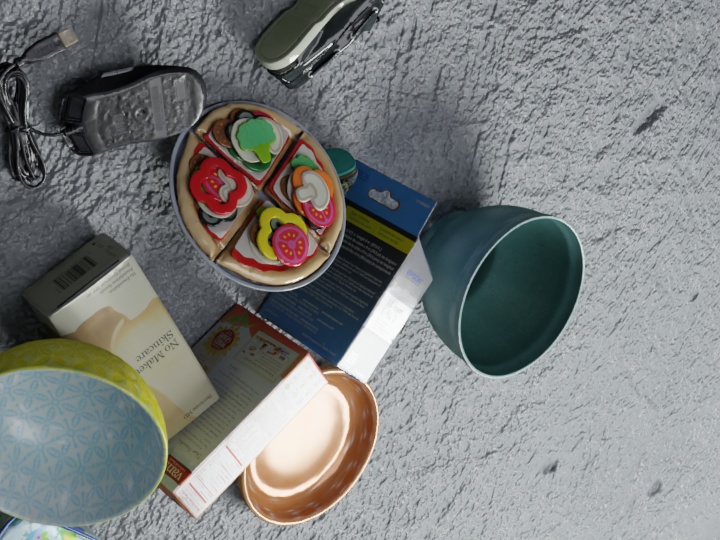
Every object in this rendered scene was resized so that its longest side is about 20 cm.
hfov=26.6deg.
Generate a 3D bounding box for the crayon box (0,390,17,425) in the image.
[{"bbox_3d":[-0.425,0.169,1.408,0.201,0.051,0.127,-56,137,-2],"label":"crayon box"}]

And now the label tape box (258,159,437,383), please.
[{"bbox_3d":[0.000,0.000,1.637,0.063,0.144,0.201,35,87,-47],"label":"label tape box"}]

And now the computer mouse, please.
[{"bbox_3d":[-0.243,-0.170,1.398,0.199,0.046,0.141,-23,131,-18],"label":"computer mouse"}]

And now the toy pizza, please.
[{"bbox_3d":[-0.095,-0.078,1.505,0.199,0.032,0.201,13,65,-29],"label":"toy pizza"}]

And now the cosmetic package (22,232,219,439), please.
[{"bbox_3d":[-0.232,0.075,1.499,0.105,0.071,0.200,-40,126,-15],"label":"cosmetic package"}]

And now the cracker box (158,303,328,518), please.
[{"bbox_3d":[-0.149,0.143,1.587,0.200,0.134,0.058,-45,134,-14],"label":"cracker box"}]

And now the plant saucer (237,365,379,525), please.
[{"bbox_3d":[-0.065,0.199,1.765,0.199,0.037,0.201,-20,124,-34],"label":"plant saucer"}]

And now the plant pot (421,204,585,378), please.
[{"bbox_3d":[0.146,0.007,1.783,0.200,0.134,0.201,-20,124,-33],"label":"plant pot"}]

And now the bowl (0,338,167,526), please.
[{"bbox_3d":[-0.271,0.129,1.402,0.199,0.108,0.201,0,127,0],"label":"bowl"}]

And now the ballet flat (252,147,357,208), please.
[{"bbox_3d":[-0.089,-0.076,1.576,0.199,0.074,0.075,-11,119,-34],"label":"ballet flat"}]

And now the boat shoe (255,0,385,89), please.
[{"bbox_3d":[-0.016,-0.258,1.535,0.199,0.074,0.066,-47,138,-12],"label":"boat shoe"}]

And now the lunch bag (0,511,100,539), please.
[{"bbox_3d":[-0.359,0.324,1.530,0.161,0.082,0.201,37,85,-46],"label":"lunch bag"}]
